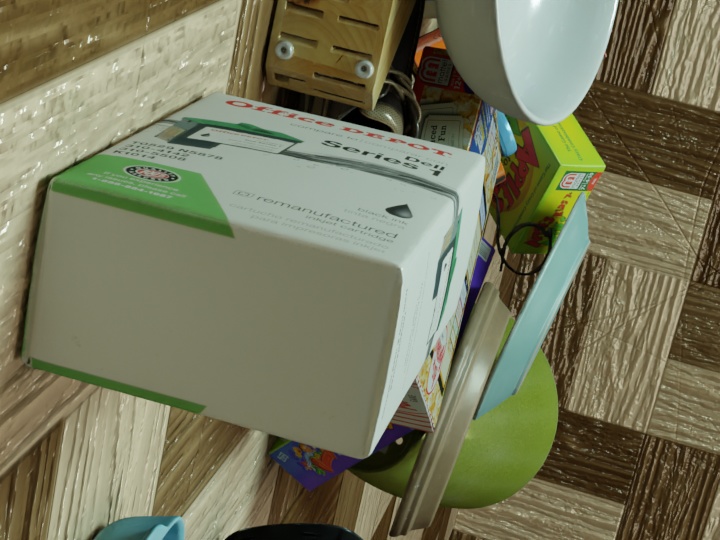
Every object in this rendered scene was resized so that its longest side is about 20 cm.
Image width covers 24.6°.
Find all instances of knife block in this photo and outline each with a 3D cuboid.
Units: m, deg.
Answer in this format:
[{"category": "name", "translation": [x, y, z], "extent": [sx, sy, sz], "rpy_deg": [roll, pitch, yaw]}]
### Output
[{"category": "knife block", "translation": [0.015, -0.205, 0.942], "extent": [0.176, 0.064, 0.201], "rpy_deg": [-45, 149, -71]}]

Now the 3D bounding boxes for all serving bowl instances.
[{"category": "serving bowl", "translation": [0.090, -0.187, 0.948], "extent": [0.200, 0.065, 0.201], "rpy_deg": [-30, 125, -56]}]

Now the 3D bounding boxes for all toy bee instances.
[{"category": "toy bee", "translation": [0.080, -0.100, 1.350], "extent": [0.109, 0.130, 0.201], "rpy_deg": [-125, -149, -77]}]

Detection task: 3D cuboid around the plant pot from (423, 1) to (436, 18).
[{"category": "plant pot", "translation": [0.100, -0.261, 1.143], "extent": [0.200, 0.134, 0.202], "rpy_deg": [16, 90, -80]}]

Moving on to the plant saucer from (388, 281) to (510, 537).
[{"category": "plant saucer", "translation": [0.069, 0.106, 1.221], "extent": [0.200, 0.029, 0.201], "rpy_deg": [22, 90, -85]}]

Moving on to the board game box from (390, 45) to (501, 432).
[{"category": "board game box", "translation": [0.043, -0.015, 1.036], "extent": [0.152, 0.046, 0.201], "rpy_deg": [70, 33, -69]}]

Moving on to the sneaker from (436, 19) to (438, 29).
[{"category": "sneaker", "translation": [0.086, -0.274, 1.318], "extent": [0.082, 0.077, 0.201], "rpy_deg": [-106, -159, -51]}]

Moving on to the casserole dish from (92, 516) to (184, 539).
[{"category": "casserole dish", "translation": [-0.131, 0.209, 0.829], "extent": [0.121, 0.039, 0.201], "rpy_deg": [-60, 163, -59]}]

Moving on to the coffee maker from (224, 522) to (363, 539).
[{"category": "coffee maker", "translation": [-0.058, 0.247, 1.034], "extent": [0.200, 0.134, 0.193], "rpy_deg": [-61, 163, -58]}]

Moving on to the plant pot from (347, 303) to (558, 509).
[{"category": "plant pot", "translation": [0.048, 0.119, 1.419], "extent": [0.200, 0.186, 0.188], "rpy_deg": [5, 101, -63]}]

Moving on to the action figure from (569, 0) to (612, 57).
[{"category": "action figure", "translation": [0.101, -0.163, 1.060], "extent": [0.065, 0.199, 0.100], "rpy_deg": [-150, -139, -73]}]

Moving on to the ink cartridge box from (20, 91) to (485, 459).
[{"category": "ink cartridge box", "translation": [-0.035, -0.008, 0.711], "extent": [0.200, 0.145, 0.085], "rpy_deg": [-52, 155, -69]}]

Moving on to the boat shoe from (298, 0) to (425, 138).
[{"category": "boat shoe", "translation": [0.004, -0.089, 0.960], "extent": [0.074, 0.073, 0.201], "rpy_deg": [22, 81, -39]}]

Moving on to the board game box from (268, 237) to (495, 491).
[{"category": "board game box", "translation": [0.019, 0.059, 1.245], "extent": [0.134, 0.045, 0.200], "rpy_deg": [-35, -161, 38]}]

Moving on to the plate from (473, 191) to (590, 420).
[{"category": "plate", "translation": [0.142, 0.033, 1.306], "extent": [0.201, 0.025, 0.200], "rpy_deg": [-61, 172, -15]}]

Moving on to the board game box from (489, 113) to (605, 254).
[{"category": "board game box", "translation": [0.130, -0.121, 1.421], "extent": [0.102, 0.047, 0.201], "rpy_deg": [-63, -142, 39]}]
